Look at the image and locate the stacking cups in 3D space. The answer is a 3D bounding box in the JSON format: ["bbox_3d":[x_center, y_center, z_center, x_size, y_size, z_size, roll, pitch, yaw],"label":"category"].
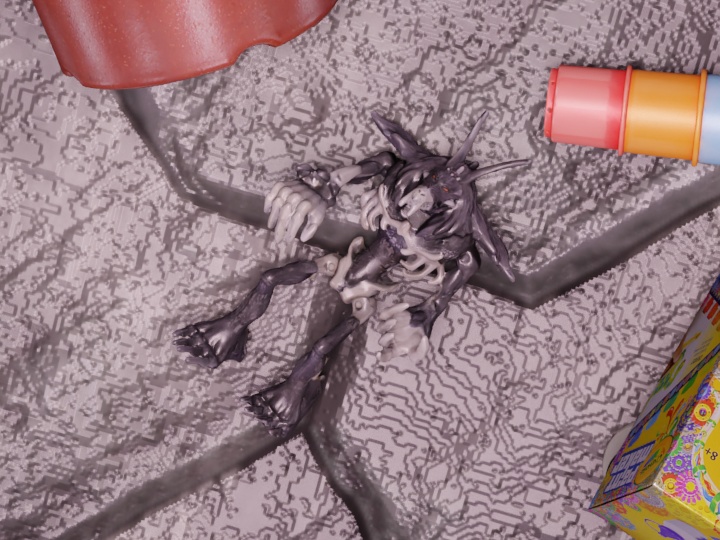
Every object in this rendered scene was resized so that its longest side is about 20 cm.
[{"bbox_3d":[0.194,-0.072,1.301,0.199,0.061,0.061,4,107,7],"label":"stacking cups"}]

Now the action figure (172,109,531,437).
[{"bbox_3d":[0.000,0.000,1.325,0.119,0.102,0.200,47,108,4],"label":"action figure"}]

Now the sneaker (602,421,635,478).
[{"bbox_3d":[0.220,0.154,1.352,0.199,0.089,0.074,23,107,-2],"label":"sneaker"}]

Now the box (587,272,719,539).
[{"bbox_3d":[0.255,0.087,1.266,0.199,0.122,0.193,32,75,-3],"label":"box"}]

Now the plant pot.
[{"bbox_3d":[-0.103,-0.206,1.237,0.200,0.201,0.196,-12,113,10],"label":"plant pot"}]
